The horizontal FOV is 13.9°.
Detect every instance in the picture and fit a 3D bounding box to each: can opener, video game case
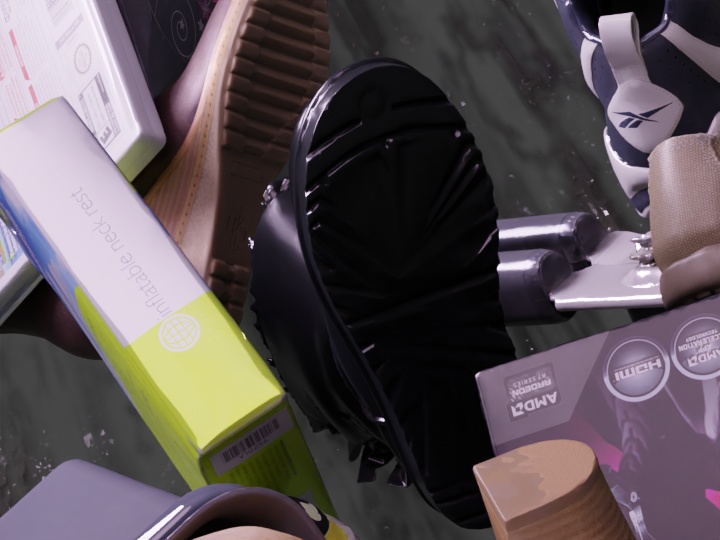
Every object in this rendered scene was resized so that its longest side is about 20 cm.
[{"bbox_3d":[0.082,0.010,1.207,0.200,0.067,0.053,0,32,44],"label":"can opener"},{"bbox_3d":[-0.171,-0.047,1.355,0.200,0.018,0.143,-45,48,28],"label":"video game case"}]

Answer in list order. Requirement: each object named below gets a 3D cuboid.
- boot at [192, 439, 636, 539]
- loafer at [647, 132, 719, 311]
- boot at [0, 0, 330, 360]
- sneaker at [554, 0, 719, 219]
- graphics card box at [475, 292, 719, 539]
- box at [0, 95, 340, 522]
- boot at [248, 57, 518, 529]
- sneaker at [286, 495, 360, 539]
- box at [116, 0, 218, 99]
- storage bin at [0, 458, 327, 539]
[{"bbox_3d":[0.006,0.144,0.920,0.201,0.144,0.071,-19,28,0],"label":"boot"},{"bbox_3d":[0.179,-0.034,1.116,0.076,0.068,0.200,-20,-4,41],"label":"loafer"},{"bbox_3d":[-0.107,-0.057,1.346,0.166,0.072,0.200,6,75,39],"label":"boot"},{"bbox_3d":[0.135,-0.132,1.274,0.079,0.130,0.199,-2,45,29],"label":"sneaker"},{"bbox_3d":[0.123,0.111,0.998,0.125,0.051,0.200,-18,67,14],"label":"graphics card box"},{"bbox_3d":[-0.087,0.021,1.197,0.048,0.122,0.200,-33,59,-8],"label":"box"},{"bbox_3d":[0.001,-0.001,1.145,0.073,0.199,0.162,-25,23,-13],"label":"boot"},{"bbox_3d":[-0.087,0.145,1.142,0.200,0.076,0.075,-29,39,2],"label":"sneaker"},{"bbox_3d":[-0.151,-0.182,1.430,0.115,0.200,0.132,-9,18,23],"label":"box"},{"bbox_3d":[-0.067,0.166,1.024,0.146,0.200,0.134,-42,28,-17],"label":"storage bin"}]
